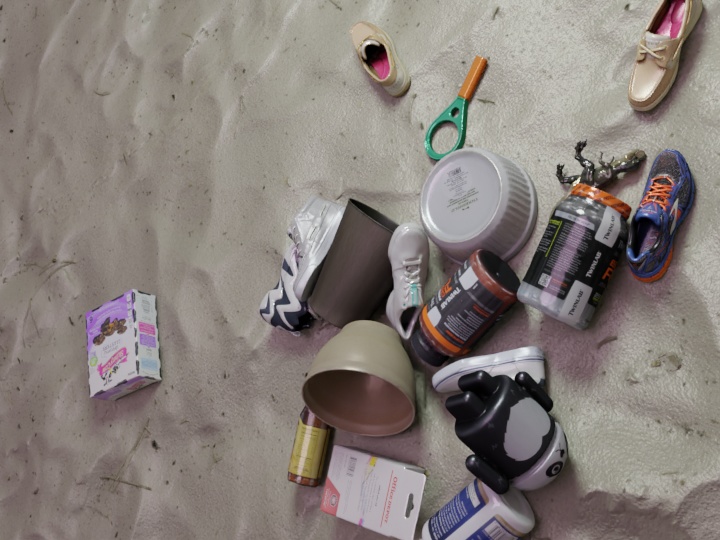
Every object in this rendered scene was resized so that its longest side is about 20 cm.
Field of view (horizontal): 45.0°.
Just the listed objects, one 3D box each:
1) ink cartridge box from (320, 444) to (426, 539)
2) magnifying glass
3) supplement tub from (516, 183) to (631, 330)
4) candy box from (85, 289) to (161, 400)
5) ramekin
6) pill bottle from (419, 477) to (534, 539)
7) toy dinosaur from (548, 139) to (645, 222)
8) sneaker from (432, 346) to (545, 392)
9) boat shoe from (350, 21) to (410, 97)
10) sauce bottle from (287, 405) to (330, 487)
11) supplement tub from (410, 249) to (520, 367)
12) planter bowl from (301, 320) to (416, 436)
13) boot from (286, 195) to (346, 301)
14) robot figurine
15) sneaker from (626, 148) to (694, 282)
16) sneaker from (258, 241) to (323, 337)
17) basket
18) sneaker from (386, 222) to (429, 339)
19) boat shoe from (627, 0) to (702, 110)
[{"bbox_3d":[0.035,0.380,1.485,0.197,0.067,0.119,9,83,39],"label":"ink cartridge box"},{"bbox_3d":[0.178,-0.295,1.593,0.079,0.022,0.203,29,94,37],"label":"magnifying glass"},{"bbox_3d":[0.333,-0.022,1.344,0.121,0.122,0.203,27,94,37],"label":"supplement tub"},{"bbox_3d":[-0.532,0.169,1.948,0.166,0.071,0.204,-24,64,29],"label":"candy box"},{"bbox_3d":[0.191,-0.111,1.482,0.197,0.104,0.205,-10,72,34],"label":"ramekin"},{"bbox_3d":[0.165,0.412,1.355,0.200,0.110,0.112,-45,57,17],"label":"pill bottle"},{"bbox_3d":[0.360,-0.151,1.410,0.199,0.047,0.089,-39,65,25],"label":"toy dinosaur"},{"bbox_3d":[0.206,0.179,1.412,0.197,0.073,0.072,-19,63,30],"label":"sneaker"},{"bbox_3d":[0.029,-0.428,1.706,0.074,0.069,0.202,-43,57,18],"label":"boat shoe"},{"bbox_3d":[-0.085,0.291,1.600,0.065,0.066,0.204,6,79,36],"label":"sauce bottle"},{"bbox_3d":[0.169,0.069,1.440,0.201,0.106,0.108,-50,54,25],"label":"supplement tub"},{"bbox_3d":[0.007,0.174,1.500,0.197,0.201,0.137,-15,43,31],"label":"planter bowl"},{"bbox_3d":[-0.099,-0.044,1.629,0.094,0.074,0.202,22,68,14],"label":"boot"},{"bbox_3d":[0.223,0.240,1.313,0.200,0.125,0.150,43,101,-9],"label":"robot figurine"},{"bbox_3d":[0.447,-0.086,1.306,0.074,0.078,0.204,10,84,36],"label":"sneaker"},{"bbox_3d":[-0.101,0.036,1.673,0.129,0.079,0.201,33,90,29],"label":"sneaker"},{"bbox_3d":[0.000,0.000,1.577,0.180,0.135,0.203,37,103,41],"label":"basket"},{"bbox_3d":[0.086,0.022,1.476,0.089,0.073,0.204,-106,16,-59],"label":"sneaker"},{"bbox_3d":[0.466,-0.354,1.361,0.073,0.069,0.203,23,91,37],"label":"boat shoe"}]
